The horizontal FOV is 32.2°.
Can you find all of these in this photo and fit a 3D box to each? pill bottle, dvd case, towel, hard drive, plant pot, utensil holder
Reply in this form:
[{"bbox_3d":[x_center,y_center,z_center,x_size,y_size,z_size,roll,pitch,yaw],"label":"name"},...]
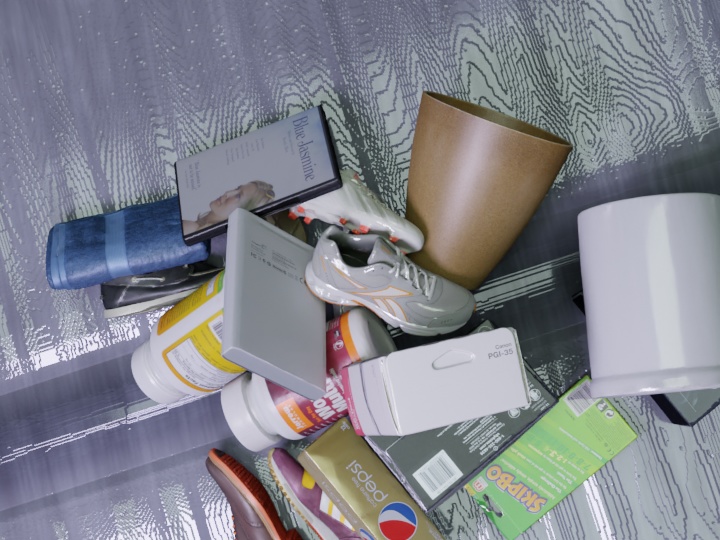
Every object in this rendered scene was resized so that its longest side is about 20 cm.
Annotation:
[{"bbox_3d":[-0.176,0.079,1.466,0.200,0.111,0.111,-34,83,31],"label":"pill bottle"},{"bbox_3d":[-0.125,-0.115,1.487,0.199,0.018,0.143,-20,46,6],"label":"dvd case"},{"bbox_3d":[-0.281,-0.037,1.515,0.199,0.112,0.049,-12,129,0],"label":"towel"},{"bbox_3d":[-0.094,0.036,1.394,0.027,0.132,0.201,-37,39,33],"label":"hard drive"},{"bbox_3d":[0.127,-0.087,1.467,0.186,0.186,0.201,21,102,6],"label":"plant pot"},{"bbox_3d":[0.321,0.030,1.334,0.169,0.170,0.201,-5,82,4],"label":"utensil holder"},{"bbox_3d":[-0.058,0.132,1.468,0.199,0.110,0.110,-28,84,16],"label":"pill bottle"}]

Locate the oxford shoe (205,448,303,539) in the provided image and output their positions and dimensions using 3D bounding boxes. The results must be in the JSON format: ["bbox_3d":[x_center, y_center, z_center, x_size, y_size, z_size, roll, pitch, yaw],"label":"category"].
[{"bbox_3d":[-0.133,0.305,1.495,0.072,0.071,0.200,-38,84,5],"label":"oxford shoe"}]

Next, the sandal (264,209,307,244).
[{"bbox_3d":[-0.127,-0.067,1.538,0.080,0.054,0.200,-34,69,-5],"label":"sandal"}]

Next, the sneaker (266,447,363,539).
[{"bbox_3d":[-0.027,0.277,1.493,0.090,0.075,0.200,-39,90,-9],"label":"sneaker"}]

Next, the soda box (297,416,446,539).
[{"bbox_3d":[0.016,0.267,1.429,0.064,0.068,0.200,-39,84,-19],"label":"soda box"}]

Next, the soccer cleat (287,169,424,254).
[{"bbox_3d":[-0.007,-0.078,1.458,0.199,0.069,0.078,22,70,27],"label":"soccer cleat"}]

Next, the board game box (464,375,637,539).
[{"bbox_3d":[0.225,0.225,1.497,0.200,0.030,0.096,-39,83,-3],"label":"board game box"}]

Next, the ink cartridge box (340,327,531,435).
[{"bbox_3d":[0.073,0.118,1.300,0.146,0.200,0.083,-12,86,-13],"label":"ink cartridge box"}]

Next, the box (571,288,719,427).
[{"bbox_3d":[0.383,0.049,1.462,0.182,0.104,0.200,-39,84,-1],"label":"box"}]

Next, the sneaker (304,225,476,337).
[{"bbox_3d":[0.037,0.009,1.402,0.199,0.092,0.076,15,50,0],"label":"sneaker"}]

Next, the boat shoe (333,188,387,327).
[{"bbox_3d":[0.000,0.000,1.510,0.070,0.069,0.201,0,86,1],"label":"boat shoe"}]

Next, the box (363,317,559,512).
[{"bbox_3d":[0.114,0.168,1.466,0.200,0.115,0.132,-40,85,0],"label":"box"}]

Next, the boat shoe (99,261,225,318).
[{"bbox_3d":[-0.223,0.009,1.524,0.199,0.072,0.068,-11,84,6],"label":"boat shoe"}]
